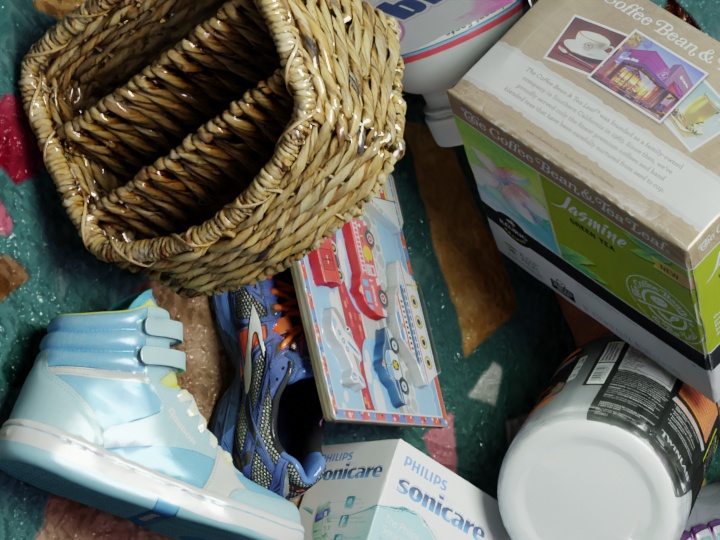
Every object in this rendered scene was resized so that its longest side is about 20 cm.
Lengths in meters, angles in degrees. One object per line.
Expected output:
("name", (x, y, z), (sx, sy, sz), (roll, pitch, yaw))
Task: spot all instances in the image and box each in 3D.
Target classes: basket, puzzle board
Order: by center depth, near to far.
("basket", (-0.091, -0.083, 1.340), (0.149, 0.200, 0.143), (31, 44, -35))
("puzzle board", (0.000, 0.000, 1.485), (0.151, 0.017, 0.201), (9, 65, -59))

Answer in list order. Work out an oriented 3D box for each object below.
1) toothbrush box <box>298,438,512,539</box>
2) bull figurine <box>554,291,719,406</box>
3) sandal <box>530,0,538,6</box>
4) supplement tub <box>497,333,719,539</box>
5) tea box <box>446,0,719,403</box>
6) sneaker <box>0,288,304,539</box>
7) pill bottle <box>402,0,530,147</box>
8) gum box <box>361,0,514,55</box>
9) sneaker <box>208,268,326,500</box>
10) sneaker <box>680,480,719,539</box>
("toothbrush box", (0.019, 0.227, 1.487), (0.146, 0.085, 0.201), (33, 64, -33))
("bull figurine", (0.190, 0.030, 1.651), (0.065, 0.121, 0.201), (-51, 127, -62))
("sandal", (0.147, -0.150, 1.602), (0.200, 0.043, 0.076), (63, 19, -67))
("supplement tub", (0.169, 0.116, 1.541), (0.123, 0.122, 0.200), (69, 22, -11))
("tea box", (0.183, -0.056, 1.487), (0.134, 0.200, 0.197), (-45, 148, -15))
("sneaker", (-0.108, 0.086, 1.385), (0.200, 0.079, 0.131), (25, 68, -26))
("pill bottle", (0.048, -0.189, 1.548), (0.109, 0.109, 0.200), (-36, 108, -38))
("gum box", (-0.017, -0.174, 1.436), (0.113, 0.200, 0.066), (15, 63, -42))
("sneaker", (-0.044, 0.051, 1.458), (0.075, 0.078, 0.201), (5, 81, -41))
("sneaker", (0.205, 0.172, 1.665), (0.200, 0.074, 0.088), (-25, 96, -39))
